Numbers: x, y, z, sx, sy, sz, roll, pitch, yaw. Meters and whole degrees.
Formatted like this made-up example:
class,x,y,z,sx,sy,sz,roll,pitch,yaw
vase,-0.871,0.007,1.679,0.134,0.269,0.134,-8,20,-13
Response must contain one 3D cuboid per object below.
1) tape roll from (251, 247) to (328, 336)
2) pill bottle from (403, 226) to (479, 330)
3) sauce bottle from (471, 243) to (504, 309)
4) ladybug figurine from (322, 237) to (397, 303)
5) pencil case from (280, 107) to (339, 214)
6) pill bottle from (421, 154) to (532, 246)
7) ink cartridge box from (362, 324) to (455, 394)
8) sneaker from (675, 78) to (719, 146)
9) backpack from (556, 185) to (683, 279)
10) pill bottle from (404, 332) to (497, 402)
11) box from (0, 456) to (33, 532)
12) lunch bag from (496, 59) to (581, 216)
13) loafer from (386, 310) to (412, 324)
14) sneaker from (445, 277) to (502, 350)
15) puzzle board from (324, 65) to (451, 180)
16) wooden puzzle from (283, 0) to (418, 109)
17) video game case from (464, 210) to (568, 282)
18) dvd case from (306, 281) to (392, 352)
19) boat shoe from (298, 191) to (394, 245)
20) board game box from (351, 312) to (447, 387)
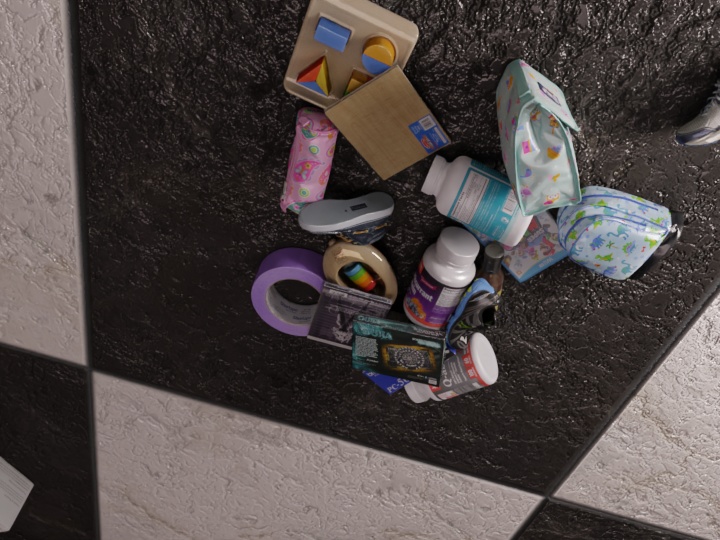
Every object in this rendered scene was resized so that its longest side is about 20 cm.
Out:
class,x,y,z,sx,sy,sz,roll,pitch,yaw
tape roll,-0.136,0.049,1.501,0.195,0.066,0.203,5,130,6
pill bottle,0.165,0.015,1.382,0.109,0.113,0.202,17,131,-4
sauce bottle,0.257,0.031,1.403,0.063,0.066,0.203,7,134,5
ladybug figurine,0.000,0.000,1.425,0.134,0.073,0.201,-25,122,22
pencil case,-0.096,-0.195,1.270,0.085,0.088,0.203,16,131,-4
pill bottle,0.211,-0.133,1.236,0.197,0.112,0.112,26,132,4
ink cartridge box,0.104,0.189,1.504,0.094,0.045,0.199,38,124,-22
sneaker,0.584,-0.278,1.087,0.198,0.078,0.085,-35,108,25
backpack,0.453,-0.069,1.250,0.198,0.155,0.164,32,137,0
pill bottle,0.200,0.225,1.553,0.197,0.117,0.116,-25,122,28
box,-1.220,0.725,2.219,0.195,0.173,0.202,-17,126,23
lunch bag,0.284,-0.223,1.115,0.119,0.172,0.203,-13,126,14
loafer,0.078,0.117,1.523,0.199,0.071,0.070,37,114,-23
sneaker,0.228,0.103,1.387,0.082,0.071,0.202,37,141,17
puzzle board,0.051,-0.254,1.205,0.148,0.018,0.200,-26,138,22
wooden puzzle,-0.022,-0.348,1.150,0.182,0.047,0.202,22,131,-8
video game case,0.309,-0.073,1.341,0.142,0.018,0.199,-34,117,32
dvd case,-0.027,0.107,1.467,0.145,0.016,0.202,15,138,-6
boat shoe,-0.028,-0.084,1.315,0.196,0.071,0.092,-12,140,-24
board game box,0.078,0.167,1.439,0.195,0.028,0.138,11,127,12
